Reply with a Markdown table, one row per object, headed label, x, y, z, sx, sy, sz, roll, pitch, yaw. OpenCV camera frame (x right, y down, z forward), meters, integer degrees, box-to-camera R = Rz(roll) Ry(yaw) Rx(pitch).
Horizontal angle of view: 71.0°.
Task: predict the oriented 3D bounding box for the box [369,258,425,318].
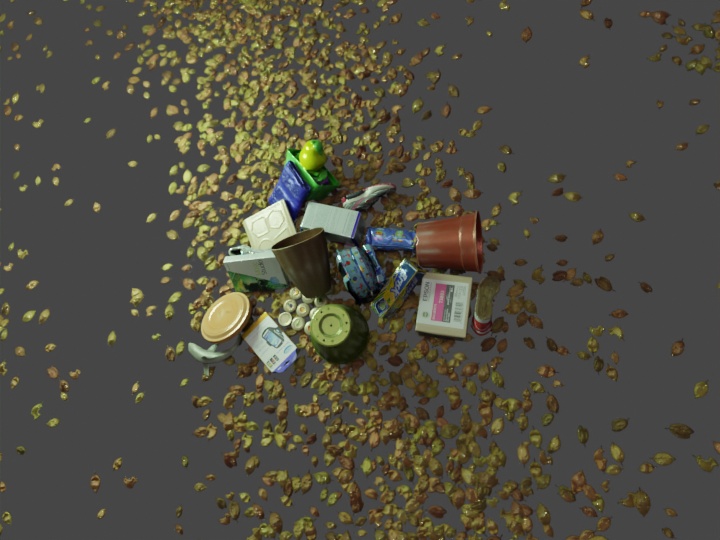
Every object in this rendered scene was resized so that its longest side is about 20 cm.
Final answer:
| label | x | y | z | sx | sy | sz | roll | pitch | yaw |
| --- | --- | --- | --- | --- | --- | --- | --- | --- | --- |
| box | 0.121 | 0.061 | 1.640 | 0.064 | 0.070 | 0.201 | 43 | 106 | 29 |

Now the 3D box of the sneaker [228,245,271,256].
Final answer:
| label | x | y | z | sx | sy | sz | roll | pitch | yaw |
| --- | --- | --- | --- | --- | --- | --- | --- | --- | --- |
| sneaker | -0.376 | -0.047 | 1.776 | 0.199 | 0.087 | 0.076 | 8 | 92 | 22 |

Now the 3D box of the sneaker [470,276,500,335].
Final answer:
| label | x | y | z | sx | sy | sz | roll | pitch | yaw |
| --- | --- | --- | --- | --- | --- | --- | --- | --- | --- |
| sneaker | 0.398 | 0.117 | 1.614 | 0.071 | 0.113 | 0.201 | 13 | 46 | 17 |

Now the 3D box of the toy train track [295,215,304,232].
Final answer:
| label | x | y | z | sx | sy | sz | roll | pitch | yaw |
| --- | --- | --- | --- | --- | --- | --- | --- | --- | --- |
| toy train track | -0.225 | -0.101 | 1.820 | 0.114 | 0.032 | 0.201 | -7 | 64 | 32 |

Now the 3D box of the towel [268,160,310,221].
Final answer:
| label | x | y | z | sx | sy | sz | roll | pitch | yaw |
| --- | --- | --- | --- | --- | --- | --- | --- | --- | --- |
| towel | -0.259 | -0.271 | 1.805 | 0.049 | 0.200 | 0.148 | -14 | 61 | -40 |

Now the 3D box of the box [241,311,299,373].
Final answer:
| label | x | y | z | sx | sy | sz | roll | pitch | yaw |
| --- | --- | --- | --- | --- | --- | --- | --- | --- | --- |
| box | -0.300 | 0.253 | 1.724 | 0.119 | 0.041 | 0.200 | -44 | 72 | -4 |

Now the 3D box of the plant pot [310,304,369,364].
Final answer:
| label | x | y | z | sx | sy | sz | roll | pitch | yaw |
| --- | --- | --- | --- | --- | --- | --- | --- | --- | --- |
| plant pot | -0.080 | 0.189 | 1.607 | 0.199 | 0.193 | 0.202 | -2 | 75 | 7 |

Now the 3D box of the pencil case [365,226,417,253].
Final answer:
| label | x | y | z | sx | sy | sz | roll | pitch | yaw |
| --- | --- | --- | --- | --- | --- | --- | --- | --- | --- |
| pencil case | 0.109 | -0.102 | 1.725 | 0.198 | 0.078 | 0.087 | 5 | 45 | 14 |

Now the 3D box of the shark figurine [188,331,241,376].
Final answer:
| label | x | y | z | sx | sy | sz | roll | pitch | yaw |
| --- | --- | --- | --- | --- | --- | --- | --- | --- | --- |
| shark figurine | -0.497 | 0.282 | 1.731 | 0.213 | 0.090 | 0.129 | -16 | 72 | 8 |

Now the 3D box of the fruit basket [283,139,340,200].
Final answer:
| label | x | y | z | sx | sy | sz | roll | pitch | yaw |
| --- | --- | --- | --- | --- | --- | --- | --- | --- | --- |
| fruit basket | -0.167 | -0.378 | 1.803 | 0.214 | 0.155 | 0.217 | 7 | 101 | 36 |

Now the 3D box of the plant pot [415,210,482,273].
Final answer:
| label | x | y | z | sx | sy | sz | roll | pitch | yaw |
| --- | --- | --- | --- | --- | --- | --- | --- | --- | --- |
| plant pot | 0.288 | -0.086 | 1.635 | 0.194 | 0.201 | 0.202 | -2 | 72 | 20 |

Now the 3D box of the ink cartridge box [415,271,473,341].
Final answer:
| label | x | y | z | sx | sy | sz | roll | pitch | yaw |
| --- | --- | --- | --- | --- | --- | --- | --- | --- | --- |
| ink cartridge box | 0.270 | 0.115 | 1.629 | 0.163 | 0.075 | 0.202 | 6 | 75 | 12 |

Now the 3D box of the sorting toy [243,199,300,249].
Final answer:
| label | x | y | z | sx | sy | sz | roll | pitch | yaw |
| --- | --- | --- | --- | --- | --- | --- | --- | --- | --- |
| sorting toy | -0.317 | -0.133 | 1.816 | 0.199 | 0.036 | 0.186 | -26 | 80 | 21 |

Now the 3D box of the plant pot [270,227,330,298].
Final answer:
| label | x | y | z | sx | sy | sz | roll | pitch | yaw |
| --- | --- | --- | --- | --- | --- | --- | --- | --- | --- |
| plant pot | -0.175 | -0.016 | 1.683 | 0.186 | 0.187 | 0.201 | -19 | 106 | 5 |

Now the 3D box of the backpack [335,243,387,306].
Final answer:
| label | x | y | z | sx | sy | sz | roll | pitch | yaw |
| --- | --- | --- | --- | --- | --- | --- | --- | --- | --- |
| backpack | 0.000 | 0.000 | 1.653 | 0.134 | 0.200 | 0.184 | -24 | 69 | 3 |

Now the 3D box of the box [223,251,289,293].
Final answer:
| label | x | y | z | sx | sy | sz | roll | pitch | yaw |
| --- | --- | --- | --- | --- | --- | --- | --- | --- | --- |
| box | -0.360 | 0.008 | 1.760 | 0.198 | 0.145 | 0.036 | -5 | 38 | 11 |

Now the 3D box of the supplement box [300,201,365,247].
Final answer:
| label | x | y | z | sx | sy | sz | roll | pitch | yaw |
| --- | --- | --- | --- | --- | --- | --- | --- | --- | --- |
| supplement box | -0.094 | -0.160 | 1.774 | 0.199 | 0.101 | 0.104 | 12 | 76 | 15 |

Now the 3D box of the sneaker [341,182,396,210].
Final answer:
| label | x | y | z | sx | sy | sz | roll | pitch | yaw |
| --- | --- | --- | --- | --- | --- | --- | --- | --- | --- |
| sneaker | 0.034 | -0.260 | 1.800 | 0.199 | 0.081 | 0.075 | -20 | 99 | 5 |

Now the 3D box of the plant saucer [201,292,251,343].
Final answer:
| label | x | y | z | sx | sy | sz | roll | pitch | yaw |
| --- | --- | --- | --- | --- | --- | --- | --- | --- | --- |
| plant saucer | -0.469 | 0.158 | 1.747 | 0.199 | 0.032 | 0.201 | -16 | 47 | 18 |

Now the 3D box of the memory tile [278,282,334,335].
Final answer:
| label | x | y | z | sx | sy | sz | roll | pitch | yaw |
| --- | --- | --- | --- | --- | --- | --- | --- | --- | --- |
| memory tile | -0.189 | 0.115 | 1.755 | 0.152 | 0.017 | 0.201 | 17 | 78 | 16 |
